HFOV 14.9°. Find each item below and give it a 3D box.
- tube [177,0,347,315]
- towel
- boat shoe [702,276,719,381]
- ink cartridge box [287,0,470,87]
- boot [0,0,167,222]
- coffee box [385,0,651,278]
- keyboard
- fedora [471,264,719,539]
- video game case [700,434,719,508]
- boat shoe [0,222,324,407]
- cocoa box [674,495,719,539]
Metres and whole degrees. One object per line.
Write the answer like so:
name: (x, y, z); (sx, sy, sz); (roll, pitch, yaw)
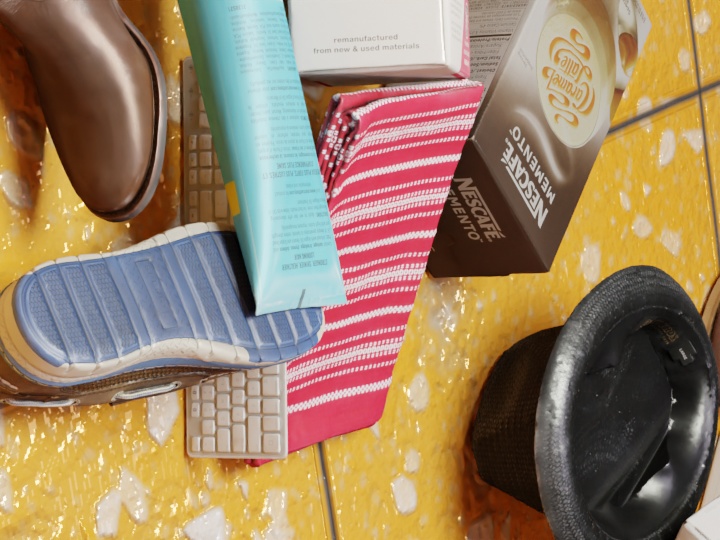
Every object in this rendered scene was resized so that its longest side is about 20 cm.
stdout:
tube: (-0.049, -0.079, 1.312); (0.077, 0.050, 0.200); (-9, 83, -52)
towel: (0.000, 0.000, 1.416); (0.145, 0.022, 0.200); (-13, 125, -59)
boat shoe: (0.289, 0.014, 1.885); (0.200, 0.070, 0.070); (-62, 138, -35)
ink cartridge box: (0.009, -0.198, 1.408); (0.147, 0.083, 0.200); (-9, 97, -83)
boot: (-0.172, -0.110, 1.189); (0.200, 0.064, 0.187); (-4, 79, -60)
coffee box: (0.086, -0.106, 1.567); (0.114, 0.080, 0.200); (57, 45, -39)
keyboard: (-0.062, -0.007, 1.362); (0.011, 0.056, 0.200); (0, 90, -58)
fedora: (0.130, 0.088, 1.619); (0.200, 0.092, 0.201); (-1, 91, -53)
video game case: (0.268, 0.238, 1.889); (0.182, 0.023, 0.200); (49, 50, -44)
boat shoe: (-0.103, 0.024, 1.280); (0.200, 0.072, 0.072); (-2, 66, -47)
cocoa box: (0.249, 0.232, 1.667); (0.133, 0.131, 0.200); (-28, 148, -42)
